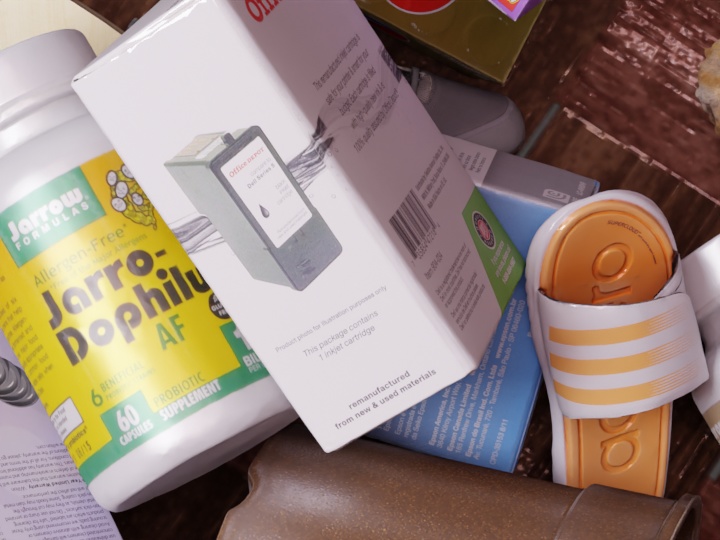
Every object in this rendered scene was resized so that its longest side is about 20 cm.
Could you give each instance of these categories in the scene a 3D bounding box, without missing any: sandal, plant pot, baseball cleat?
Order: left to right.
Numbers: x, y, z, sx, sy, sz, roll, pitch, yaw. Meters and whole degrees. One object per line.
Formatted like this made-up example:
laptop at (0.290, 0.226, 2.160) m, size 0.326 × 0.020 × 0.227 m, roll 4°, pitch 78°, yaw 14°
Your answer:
baseball cleat at (-0.018, -0.095, 1.470) m, size 0.200 × 0.070 × 0.106 m, roll 0°, pitch 123°, yaw 2°
plant pot at (0.035, 0.169, 1.387) m, size 0.198 × 0.200 × 0.200 m, roll 18°, pitch 81°, yaw 13°
sandal at (0.129, 0.057, 1.404) m, size 0.079 × 0.059 × 0.207 m, roll -20°, pitch 124°, yaw -18°

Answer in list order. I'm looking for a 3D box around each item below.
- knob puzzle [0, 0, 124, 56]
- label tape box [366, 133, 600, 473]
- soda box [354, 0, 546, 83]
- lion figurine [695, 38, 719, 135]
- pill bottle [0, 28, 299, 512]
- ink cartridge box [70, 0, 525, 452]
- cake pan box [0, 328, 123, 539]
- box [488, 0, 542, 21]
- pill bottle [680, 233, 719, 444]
knob puzzle at (-0.158, -0.044, 1.478) m, size 0.220 × 0.030 × 0.220 m, roll 1°, pitch 105°, yaw 3°
label tape box at (0.000, 0.000, 1.443) m, size 0.200 × 0.066 × 0.143 m, roll 18°, pitch 111°, yaw 6°
soda box at (-0.007, -0.166, 1.457) m, size 0.200 × 0.064 × 0.068 m, roll 27°, pitch 90°, yaw -15°
lion figurine at (0.251, -0.044, 1.462) m, size 0.200 × 0.122 × 0.072 m, roll 44°, pitch 83°, yaw -7°
pill bottle at (-0.114, -0.003, 1.340) m, size 0.113 × 0.113 × 0.200 m, roll -29°, pitch 83°, yaw -3°
ink cartridge box at (-0.023, -0.042, 1.320) m, size 0.084 × 0.146 × 0.200 m, roll -31°, pitch 100°, yaw 21°
cake pan box at (-0.208, 0.097, 1.301) m, size 0.052 × 0.200 × 0.184 m, roll -48°, pitch 63°, yaw 37°
box at (0.075, -0.209, 1.454) m, size 0.137 × 0.200 × 0.039 m, roll 40°, pitch 128°, yaw 8°
pill bottle at (0.228, 0.069, 1.428) m, size 0.111 × 0.111 × 0.200 m, roll -30°, pitch 80°, yaw -3°
